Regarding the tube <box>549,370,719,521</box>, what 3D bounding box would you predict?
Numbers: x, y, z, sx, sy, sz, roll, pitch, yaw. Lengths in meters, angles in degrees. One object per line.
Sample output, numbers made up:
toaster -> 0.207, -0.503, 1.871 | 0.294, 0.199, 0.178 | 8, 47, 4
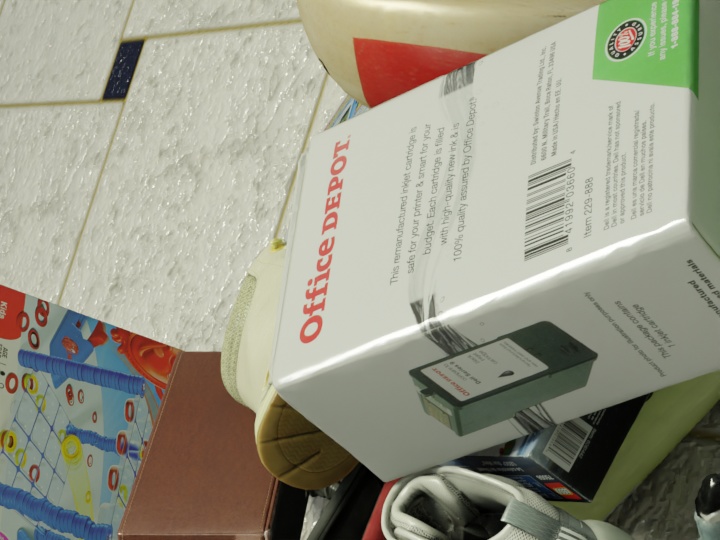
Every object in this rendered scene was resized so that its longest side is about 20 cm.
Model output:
tube -> 0.138, 0.041, 0.938 | 0.058, 0.052, 0.200 | 49, 117, 19

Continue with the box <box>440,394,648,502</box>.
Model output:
box -> 0.103, 0.010, 0.953 | 0.201, 0.040, 0.137 | -59, 18, -16

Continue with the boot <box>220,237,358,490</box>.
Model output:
boot -> 0.000, 0.000, 1.064 | 0.201, 0.072, 0.155 | -58, 18, 4

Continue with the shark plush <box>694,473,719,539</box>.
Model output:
shark plush -> 0.159, 0.105, 0.818 | 0.200, 0.083, 0.091 | -54, 32, 26

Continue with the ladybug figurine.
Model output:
ladybug figurine -> 0.066, -0.105, 0.972 | 0.199, 0.136, 0.072 | 6, 105, 22

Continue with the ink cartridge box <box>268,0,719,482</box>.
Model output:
ink cartridge box -> 0.070, -0.016, 0.870 | 0.199, 0.084, 0.147 | -22, 42, 32

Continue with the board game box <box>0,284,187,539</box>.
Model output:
board game box -> -0.151, 0.130, 1.222 | 0.056, 0.195, 0.201 | -37, 42, 43

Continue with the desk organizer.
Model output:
desk organizer -> -0.072, 0.115, 1.124 | 0.200, 0.077, 0.072 | -80, -12, -65

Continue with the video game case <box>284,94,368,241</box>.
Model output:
video game case -> 0.021, -0.103, 1.196 | 0.200, 0.024, 0.182 | -54, 11, 26

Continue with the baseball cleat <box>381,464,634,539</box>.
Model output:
baseball cleat -> 0.046, 0.129, 0.931 | 0.070, 0.106, 0.200 | -62, 11, -30

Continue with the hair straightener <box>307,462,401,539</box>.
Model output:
hair straightener -> 0.004, 0.089, 1.063 | 0.077, 0.041, 0.201 | -6, 44, 30
